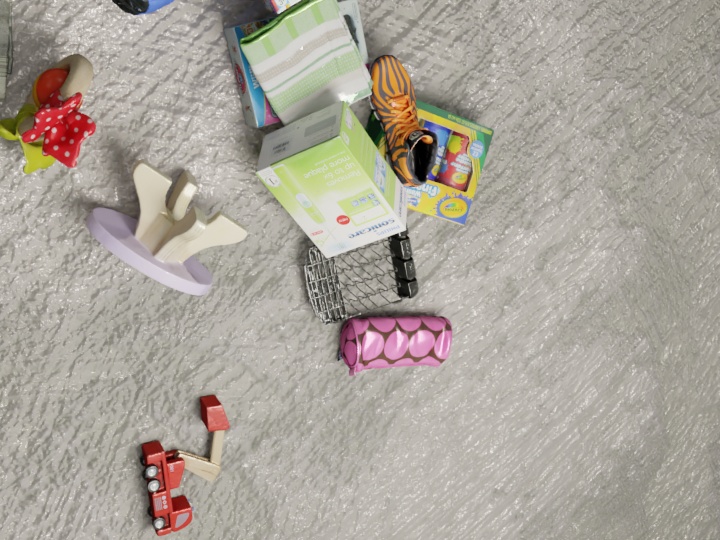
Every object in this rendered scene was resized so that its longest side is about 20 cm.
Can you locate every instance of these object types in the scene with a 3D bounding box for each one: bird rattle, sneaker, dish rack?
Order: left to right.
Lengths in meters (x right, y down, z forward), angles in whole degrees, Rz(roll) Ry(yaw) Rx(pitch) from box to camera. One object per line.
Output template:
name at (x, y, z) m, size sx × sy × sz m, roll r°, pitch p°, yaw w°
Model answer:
bird rattle at (-0.401, -0.212, 1.071) m, size 0.112 × 0.199 × 0.165 m, roll 32°, pitch 63°, yaw -31°
dish rack at (0.000, 0.000, 1.384) m, size 0.198 × 0.054 × 0.155 m, roll -18°, pitch 108°, yaw -18°
sneaker at (0.072, -0.223, 1.249) m, size 0.077 × 0.112 × 0.202 m, roll -20°, pitch 106°, yaw -13°

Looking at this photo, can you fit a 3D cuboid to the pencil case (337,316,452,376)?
pencil case at (0.063, 0.126, 1.427) m, size 0.198 × 0.091 × 0.095 m, roll -2°, pitch 73°, yaw -24°

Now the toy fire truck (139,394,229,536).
toy fire truck at (-0.274, 0.311, 1.332) m, size 0.140 × 0.049 × 0.203 m, roll -11°, pitch 107°, yaw -23°

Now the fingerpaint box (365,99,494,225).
fingerpaint box at (0.101, -0.182, 1.373) m, size 0.198 × 0.073 × 0.169 m, roll 16°, pitch 96°, yaw -27°

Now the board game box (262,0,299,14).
board game box at (-0.123, -0.455, 1.093) m, size 0.102 × 0.105 × 0.201 m, roll -31°, pitch 115°, yaw -3°

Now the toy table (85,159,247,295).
toy table at (-0.268, -0.061, 1.182) m, size 0.199 × 0.184 × 0.117 m, roll 30°, pitch 106°, yaw -40°

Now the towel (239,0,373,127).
towel at (-0.069, -0.281, 1.167) m, size 0.148 × 0.031 × 0.200 m, roll -33°, pitch 148°, yaw -1°

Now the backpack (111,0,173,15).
backpack at (-0.281, -0.446, 1.078) m, size 0.167 × 0.162 × 0.202 m, roll -32°, pitch 113°, yaw -18°

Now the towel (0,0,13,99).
towel at (-0.545, -0.320, 1.063) m, size 0.198 × 0.034 × 0.195 m, roll 3°, pitch 98°, yaw -24°

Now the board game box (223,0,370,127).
board game box at (-0.089, -0.312, 1.258) m, size 0.198 × 0.064 × 0.149 m, roll -19°, pitch 110°, yaw -19°

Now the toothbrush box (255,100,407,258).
toothbrush box at (-0.038, -0.129, 1.240) m, size 0.144 × 0.087 × 0.200 m, roll -18°, pitch 134°, yaw 24°
